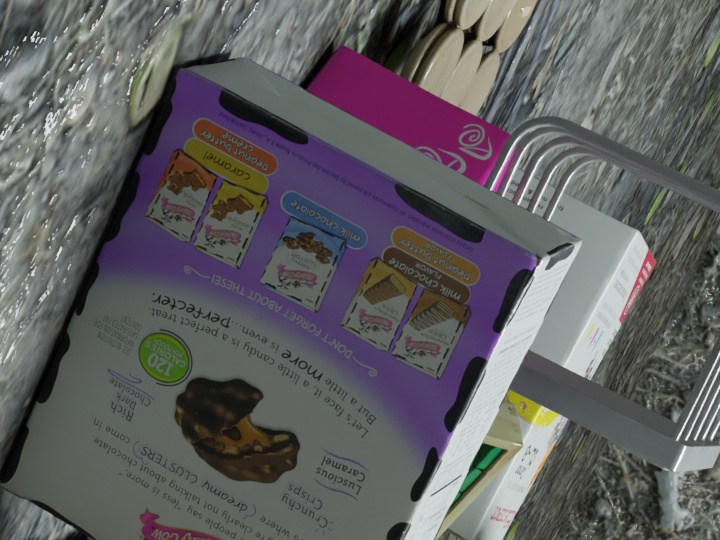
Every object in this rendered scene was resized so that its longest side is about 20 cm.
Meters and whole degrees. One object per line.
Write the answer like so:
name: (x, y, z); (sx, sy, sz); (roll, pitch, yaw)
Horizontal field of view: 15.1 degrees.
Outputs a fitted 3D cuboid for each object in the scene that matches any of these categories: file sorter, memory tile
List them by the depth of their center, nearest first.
file sorter: (0.122, 0.010, 1.290); (0.125, 0.139, 0.200); (-65, 168, 2)
memory tile: (0.079, -0.164, 1.390); (0.200, 0.017, 0.153); (-63, 167, 6)

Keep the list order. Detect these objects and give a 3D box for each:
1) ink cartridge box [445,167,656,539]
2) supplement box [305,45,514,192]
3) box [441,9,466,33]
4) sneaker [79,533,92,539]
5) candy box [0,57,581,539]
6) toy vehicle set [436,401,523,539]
ink cartridge box: (0.056, 0.041, 1.550); (0.200, 0.145, 0.145); (-61, 169, -1)
supplement box: (0.000, 0.000, 1.327); (0.101, 0.103, 0.200); (-54, 164, -27)
box: (0.099, -0.227, 1.425); (0.164, 0.021, 0.200); (-54, 165, -33)
sneaker: (-0.124, 0.168, 1.236); (0.075, 0.081, 0.200); (-63, 167, 15)
candy box: (-0.031, 0.039, 1.116); (0.200, 0.168, 0.072); (-65, 166, 16)
toy vehicle set: (-0.025, 0.117, 1.330); (0.200, 0.124, 0.027); (-51, -147, 39)
